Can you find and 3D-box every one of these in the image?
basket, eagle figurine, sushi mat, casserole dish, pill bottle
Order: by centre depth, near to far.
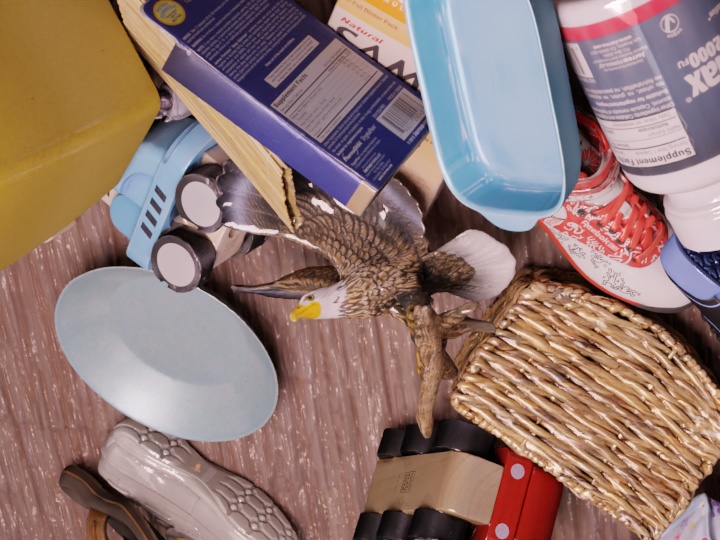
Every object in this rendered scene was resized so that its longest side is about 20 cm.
[{"bbox_3d":[0.092,-0.126,1.422,0.121,0.039,0.201,8,119,47],"label":"casserole dish"},{"bbox_3d":[0.216,-0.121,1.435,0.119,0.120,0.201,-16,115,32],"label":"pill bottle"},{"bbox_3d":[-0.107,-0.118,1.492,0.200,0.012,0.096,50,168,19],"label":"sushi mat"},{"bbox_3d":[-0.005,0.000,1.543,0.200,0.150,0.152,40,105,37],"label":"eagle figurine"},{"bbox_3d":[0.179,0.087,1.627,0.199,0.149,0.143,34,96,0],"label":"basket"}]

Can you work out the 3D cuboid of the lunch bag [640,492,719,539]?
[{"bbox_3d":[0.264,0.281,1.653,0.169,0.128,0.200,23,129,-26],"label":"lunch bag"}]

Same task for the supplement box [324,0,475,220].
[{"bbox_3d":[0.028,-0.135,1.540,0.125,0.074,0.201,29,128,4],"label":"supplement box"}]

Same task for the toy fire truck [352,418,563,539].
[{"bbox_3d":[0.112,0.213,1.695,0.199,0.130,0.176,21,165,-18],"label":"toy fire truck"}]

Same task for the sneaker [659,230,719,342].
[{"bbox_3d":[0.281,0.045,1.531,0.199,0.070,0.078,33,127,-16],"label":"sneaker"}]

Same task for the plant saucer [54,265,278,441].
[{"bbox_3d":[-0.154,0.059,1.763,0.199,0.039,0.202,15,138,14],"label":"plant saucer"}]

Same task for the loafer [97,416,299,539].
[{"bbox_3d":[-0.139,0.204,1.846,0.199,0.070,0.070,36,120,10],"label":"loafer"}]

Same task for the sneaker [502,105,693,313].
[{"bbox_3d":[0.170,-0.046,1.511,0.201,0.067,0.108,39,167,0],"label":"sneaker"}]

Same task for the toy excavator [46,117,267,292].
[{"bbox_3d":[-0.175,-0.065,1.680,0.200,0.100,0.195,38,129,14],"label":"toy excavator"}]

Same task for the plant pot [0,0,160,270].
[{"bbox_3d":[-0.263,-0.121,1.552,0.201,0.176,0.200,60,148,13],"label":"plant pot"}]

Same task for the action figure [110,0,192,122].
[{"bbox_3d":[-0.143,-0.173,1.600,0.199,0.070,0.131,-6,126,41],"label":"action figure"}]

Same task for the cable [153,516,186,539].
[{"bbox_3d":[-0.093,0.275,1.882,0.198,0.050,0.098,14,123,17],"label":"cable"}]

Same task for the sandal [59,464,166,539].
[{"bbox_3d":[-0.212,0.227,1.843,0.200,0.055,0.082,28,160,47],"label":"sandal"}]

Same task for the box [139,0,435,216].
[{"bbox_3d":[-0.050,-0.132,1.455,0.200,0.121,0.032,38,129,2],"label":"box"}]
